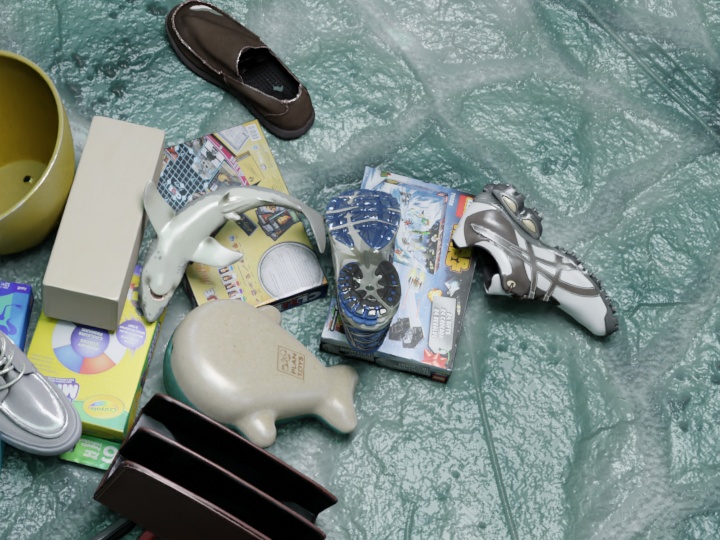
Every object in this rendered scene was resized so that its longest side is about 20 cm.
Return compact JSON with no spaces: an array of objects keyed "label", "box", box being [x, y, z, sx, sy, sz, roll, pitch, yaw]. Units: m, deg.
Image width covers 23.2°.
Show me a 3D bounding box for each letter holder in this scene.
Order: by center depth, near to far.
[{"label":"letter holder","box":[-0.123,0.200,1.596,0.199,0.142,0.101,31,63,-7]}]

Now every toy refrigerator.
[{"label":"toy refrigerator","box":[-0.250,-0.046,1.714,0.075,0.070,0.201,12,59,-2]}]

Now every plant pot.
[{"label":"plant pot","box":[-0.359,-0.093,1.714,0.199,0.142,0.201,-6,63,12]}]

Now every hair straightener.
[{"label":"hair straightener","box":[-0.208,0.216,1.660,0.077,0.041,0.200,40,67,11]}]

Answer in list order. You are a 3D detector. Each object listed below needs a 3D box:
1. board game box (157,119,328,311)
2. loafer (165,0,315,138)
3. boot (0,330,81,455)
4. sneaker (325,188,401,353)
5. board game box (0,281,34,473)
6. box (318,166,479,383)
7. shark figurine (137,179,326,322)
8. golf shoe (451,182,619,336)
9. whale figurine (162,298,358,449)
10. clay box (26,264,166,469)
[{"label":"board game box","box":[-0.132,-0.045,1.791,0.135,0.035,0.201,-18,69,-14]},{"label":"loafer","box":[-0.123,-0.227,1.854,0.200,0.071,0.073,38,67,11]},{"label":"boot","box":[-0.344,0.091,1.620,0.199,0.096,0.074,35,68,10]},{"label":"sneaker","box":[0.000,0.000,1.722,0.076,0.086,0.201,4,43,-2]},{"label":"board game box","box":[-0.407,0.102,1.687,0.151,0.045,0.201,7,66,-3]},{"label":"box","box":[0.046,0.003,1.786,0.136,0.040,0.201,15,65,1]},{"label":"shark figurine","box":[-0.138,-0.049,1.730,0.213,0.089,0.129,-23,97,-12]},{"label":"golf shoe","box":[0.174,0.007,1.774,0.094,0.078,0.200,-45,95,-10]},{"label":"whale figurine","box":[-0.099,0.110,1.702,0.199,0.104,0.160,18,50,-24]},{"label":"clay box","box":[-0.264,0.086,1.709,0.114,0.048,0.201,13,63,1]}]
